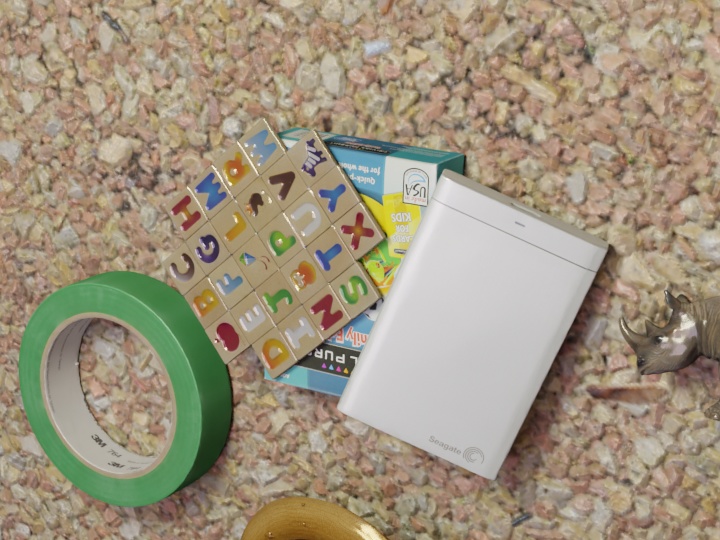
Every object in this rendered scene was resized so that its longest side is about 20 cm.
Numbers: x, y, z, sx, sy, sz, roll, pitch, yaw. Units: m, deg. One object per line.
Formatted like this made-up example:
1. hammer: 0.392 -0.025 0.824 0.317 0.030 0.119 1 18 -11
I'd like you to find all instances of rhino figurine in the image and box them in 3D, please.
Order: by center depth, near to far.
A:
1. rhino figurine: 0.269 0.062 1.208 0.200 0.060 0.088 18 99 28

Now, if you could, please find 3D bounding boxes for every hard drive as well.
1. hard drive: 0.081 0.042 1.301 0.132 0.027 0.200 24 109 1

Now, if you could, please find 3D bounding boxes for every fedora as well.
1. fedora: -0.009 0.265 1.427 0.200 0.082 0.201 11 109 35

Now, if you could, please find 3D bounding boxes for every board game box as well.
1. board game box: 0.000 0.000 1.366 0.151 0.047 0.200 11 109 29

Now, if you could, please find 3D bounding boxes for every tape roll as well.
1. tape roll: -0.205 0.102 1.522 0.200 0.048 0.201 9 109 29

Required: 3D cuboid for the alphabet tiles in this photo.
1. alphabet tiles: -0.071 -0.015 1.375 0.200 0.006 0.167 -38 81 36
